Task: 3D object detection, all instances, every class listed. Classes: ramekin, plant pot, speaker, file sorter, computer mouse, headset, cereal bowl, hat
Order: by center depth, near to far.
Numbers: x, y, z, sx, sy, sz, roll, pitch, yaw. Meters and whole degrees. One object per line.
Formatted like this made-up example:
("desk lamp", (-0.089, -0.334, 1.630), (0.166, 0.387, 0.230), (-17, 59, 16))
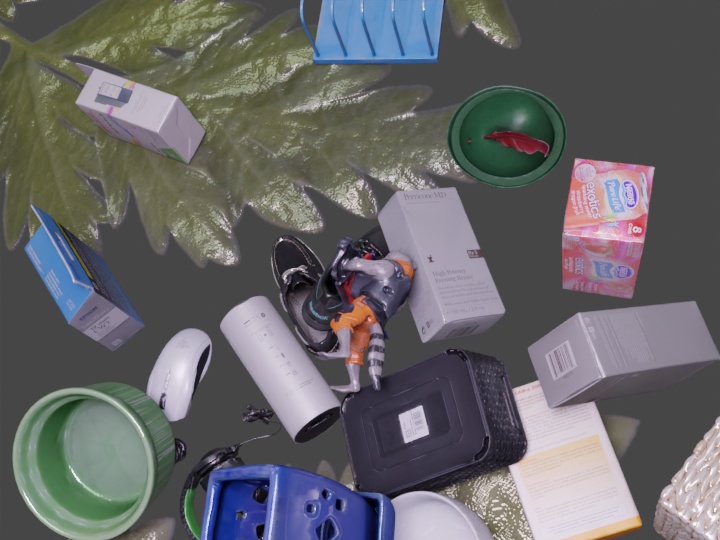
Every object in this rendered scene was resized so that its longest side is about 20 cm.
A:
("plant pot", (-0.072, 0.337, 1.023), (0.179, 0.200, 0.201), (15, 71, -27))
("cereal bowl", (0.089, 0.364, 1.044), (0.200, 0.083, 0.201), (-19, 62, 39))
("headset", (-0.165, 0.271, 1.150), (0.123, 0.094, 0.200), (26, 88, 21))
("ramekin", (-0.343, 0.243, 1.166), (0.199, 0.098, 0.201), (1, 95, 13))
("speaker", (-0.107, 0.133, 1.197), (0.081, 0.081, 0.200), (-37, 66, -3))
("hat", (0.205, -0.219, 1.207), (0.200, 0.176, 0.166), (28, 78, 21))
("computer mouse", (-0.271, 0.171, 1.240), (0.109, 0.044, 0.201), (11, 73, 18))
("file sorter", (0.020, -0.408, 1.353), (0.199, 0.123, 0.139), (3, 71, 13))

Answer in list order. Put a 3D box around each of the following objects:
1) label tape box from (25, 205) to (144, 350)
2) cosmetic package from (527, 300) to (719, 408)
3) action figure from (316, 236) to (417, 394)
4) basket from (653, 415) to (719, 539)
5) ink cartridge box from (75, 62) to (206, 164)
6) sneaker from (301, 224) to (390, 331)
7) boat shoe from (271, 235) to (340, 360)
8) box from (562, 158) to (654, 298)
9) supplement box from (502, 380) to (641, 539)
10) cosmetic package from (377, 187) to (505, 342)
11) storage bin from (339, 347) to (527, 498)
("label tape box", (-0.399, 0.015, 1.235), (0.066, 0.200, 0.143), (-38, 66, -2))
("cosmetic package", (0.313, 0.099, 1.051), (0.199, 0.107, 0.090), (-1, 62, -27))
("action figure", (0.021, 0.063, 1.111), (0.104, 0.200, 0.194), (12, 62, 29))
("basket", (0.442, 0.248, 0.969), (0.161, 0.200, 0.198), (36, 80, 28))
("ink cartridge box", (-0.356, -0.244, 1.378), (0.200, 0.117, 0.067), (22, 78, 20))
("sneaker", (0.000, 0.000, 1.198), (0.075, 0.079, 0.200), (35, 56, 8))
("boat shoe", (-0.081, 0.030, 1.241), (0.074, 0.060, 0.200), (-22, 66, 4))
("box", (0.306, -0.047, 1.106), (0.094, 0.200, 0.103), (9, 71, 16))
("supplement box", (0.244, 0.235, 1.081), (0.126, 0.074, 0.201), (-19, 66, 6))
("cosmetic package", (0.106, -0.010, 1.187), (0.101, 0.074, 0.200), (-7, 65, -28))
("storage bin", (0.085, 0.191, 1.082), (0.200, 0.094, 0.136), (-28, 62, 31))
